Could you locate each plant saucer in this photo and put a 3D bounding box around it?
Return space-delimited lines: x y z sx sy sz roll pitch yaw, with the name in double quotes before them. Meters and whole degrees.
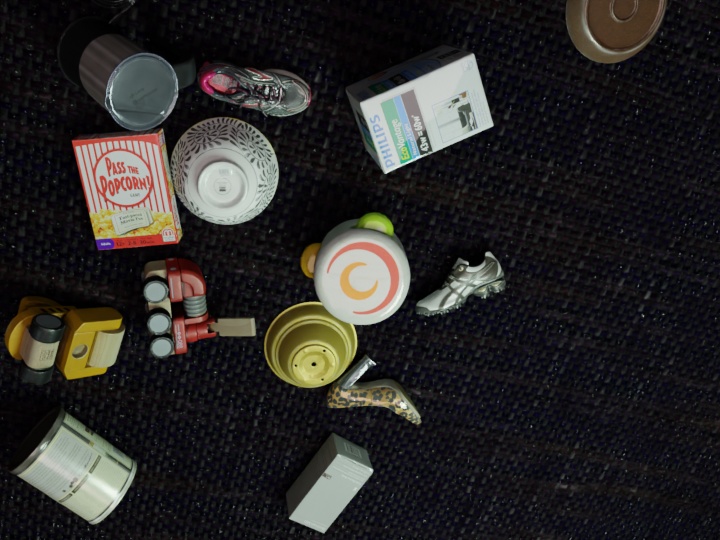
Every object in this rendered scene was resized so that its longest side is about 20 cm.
"plant saucer" 0.471 -0.480 1.200 0.196 0.035 0.204 -3 114 -7

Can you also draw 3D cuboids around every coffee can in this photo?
"coffee can" -0.579 0.395 1.343 0.146 0.147 0.200 -40 113 9

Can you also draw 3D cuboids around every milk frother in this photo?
"milk frother" -0.366 -0.355 1.013 0.180 0.187 0.202 -40 143 -20

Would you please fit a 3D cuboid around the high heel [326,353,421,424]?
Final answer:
"high heel" 0.027 0.294 1.437 0.142 0.071 0.200 -43 99 6

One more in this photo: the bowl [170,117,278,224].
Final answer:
"bowl" -0.243 -0.163 1.187 0.196 0.095 0.205 -4 114 -8

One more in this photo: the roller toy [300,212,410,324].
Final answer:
"roller toy" 0.000 0.000 1.272 0.198 0.140 0.184 -31 104 7

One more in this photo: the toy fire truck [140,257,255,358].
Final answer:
"toy fire truck" -0.311 0.071 1.272 0.196 0.129 0.179 -7 114 -19

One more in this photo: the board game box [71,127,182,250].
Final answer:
"board game box" -0.413 -0.144 1.188 0.148 0.046 0.204 -6 114 -2

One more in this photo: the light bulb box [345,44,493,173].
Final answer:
"light bulb box" 0.093 -0.281 1.133 0.197 0.199 0.127 -23 113 0

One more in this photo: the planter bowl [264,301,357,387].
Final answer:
"planter bowl" -0.099 0.174 1.361 0.196 0.084 0.204 -3 113 -7

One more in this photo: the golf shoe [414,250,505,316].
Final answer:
"golf shoe" 0.195 0.025 1.361 0.197 0.078 0.096 -22 98 -1

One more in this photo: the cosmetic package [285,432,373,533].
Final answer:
"cosmetic package" -0.073 0.480 1.497 0.106 0.090 0.202 29 103 -22

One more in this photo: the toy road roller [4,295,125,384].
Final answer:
"toy road roller" -0.566 0.117 1.258 0.198 0.145 0.125 0 120 -51

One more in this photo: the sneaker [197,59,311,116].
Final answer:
"sneaker" -0.182 -0.308 1.145 0.196 0.075 0.082 5 113 -12
